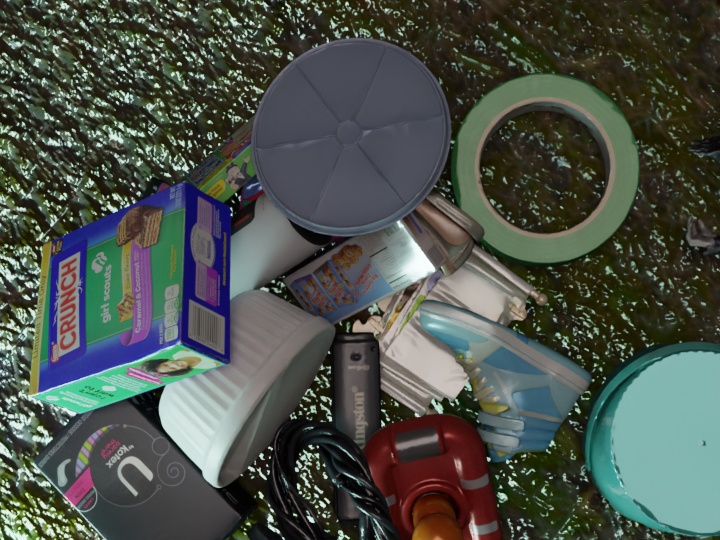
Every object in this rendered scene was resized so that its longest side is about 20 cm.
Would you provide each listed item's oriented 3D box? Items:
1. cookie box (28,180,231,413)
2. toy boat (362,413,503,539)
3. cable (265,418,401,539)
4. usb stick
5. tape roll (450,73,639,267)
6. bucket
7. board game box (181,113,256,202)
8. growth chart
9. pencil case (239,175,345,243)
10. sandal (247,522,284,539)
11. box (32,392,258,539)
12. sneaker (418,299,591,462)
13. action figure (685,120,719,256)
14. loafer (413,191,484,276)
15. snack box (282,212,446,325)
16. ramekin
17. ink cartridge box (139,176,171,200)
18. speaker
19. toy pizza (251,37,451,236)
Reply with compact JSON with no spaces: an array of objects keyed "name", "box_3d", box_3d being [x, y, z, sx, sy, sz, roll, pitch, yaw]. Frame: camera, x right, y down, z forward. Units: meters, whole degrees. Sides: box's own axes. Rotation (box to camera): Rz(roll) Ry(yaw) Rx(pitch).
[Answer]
[{"name":"cookie box","box_3d":[-0.223,0.030,1.205,0.198,0.075,0.173,-21,58,30]},{"name":"toy boat","box_3d":[0.075,0.253,1.249,0.129,0.131,0.203,-13,107,5]},{"name":"cable","box_3d":[-0.033,0.240,1.272,0.050,0.163,0.202,-14,66,-35]},{"name":"usb stick","box_3d":[-0.004,0.167,1.318,0.055,0.033,0.203,-1,90,5]},{"name":"tape roll","box_3d":[0.195,-0.106,1.325,0.197,0.048,0.204,0,85,4]},{"name":"bucket","box_3d":[0.328,0.169,1.248,0.204,0.135,0.210,0,85,3]},{"name":"board game box","box_3d":[-0.099,-0.144,1.302,0.200,0.135,0.029,-42,106,-4]},{"name":"growth chart","box_3d":[0.085,0.057,1.336,0.144,0.018,0.200,41,90,7]},{"name":"pencil case","box_3d":[-0.029,-0.074,1.324,0.197,0.088,0.090,8,86,5]},{"name":"sandal","box_3d":[-0.057,0.351,1.293,0.043,0.076,0.201,-38,84,-1]},{"name":"box","box_3d":[-0.222,0.224,1.302,0.200,0.106,0.122,44,91,6]},{"name":"sneaker","box_3d":[0.130,0.121,1.283,0.198,0.080,0.132,27,89,-7]},{"name":"action figure","box_3d":[0.400,-0.067,1.280,0.119,0.101,0.201,-45,125,-27]},{"name":"loafer","box_3d":[0.028,-0.070,1.244,0.199,0.072,0.063,34,85,9]},{"name":"snack box","box_3d":[0.000,0.000,1.270,0.072,0.199,0.024,52,48,-8]},{"name":"ramekin","box_3d":[-0.120,0.111,1.258,0.094,0.202,0.204,34,89,10]},{"name":"ink cartridge box","box_3d":[-0.245,0.000,1.329,0.037,0.094,0.202,27,89,-27]},{"name":"speaker","box_3d":[-0.123,-0.015,1.286,0.199,0.081,0.082,-31,82,31]},{"name":"toy pizza","box_3d":[-0.009,-0.129,1.207,0.197,0.032,0.203,-3,75,10]}]
